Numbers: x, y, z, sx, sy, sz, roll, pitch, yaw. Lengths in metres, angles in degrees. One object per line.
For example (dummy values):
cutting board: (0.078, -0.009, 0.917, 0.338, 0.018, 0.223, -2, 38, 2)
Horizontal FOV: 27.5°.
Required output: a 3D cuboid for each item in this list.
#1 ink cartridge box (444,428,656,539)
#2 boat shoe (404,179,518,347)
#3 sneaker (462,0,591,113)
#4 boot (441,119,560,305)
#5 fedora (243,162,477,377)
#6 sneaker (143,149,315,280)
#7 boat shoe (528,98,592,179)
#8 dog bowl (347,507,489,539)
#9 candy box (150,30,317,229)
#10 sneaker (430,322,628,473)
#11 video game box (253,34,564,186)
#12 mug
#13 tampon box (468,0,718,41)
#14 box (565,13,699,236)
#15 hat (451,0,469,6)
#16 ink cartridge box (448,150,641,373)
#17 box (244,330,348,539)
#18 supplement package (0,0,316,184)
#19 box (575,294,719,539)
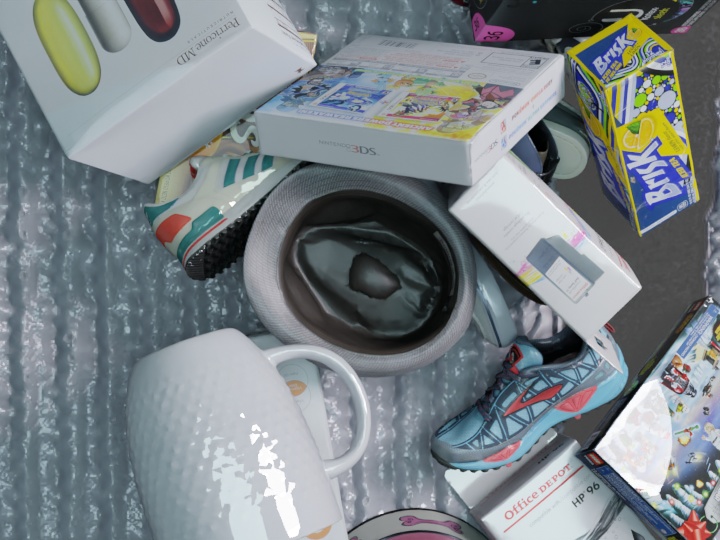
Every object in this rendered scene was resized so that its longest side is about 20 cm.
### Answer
ink cartridge box: (0.182, 0.232, 1.344, 0.116, 0.068, 0.200, -39, 92, -5)
boat shoe: (0.060, -0.006, 1.331, 0.086, 0.075, 0.202, -31, 90, -5)
sneaker: (0.161, -0.224, 1.338, 0.129, 0.079, 0.200, -8, 90, -3)
boot: (0.144, -0.066, 1.311, 0.097, 0.075, 0.200, -30, 98, 36)
fedora: (0.000, 0.000, 1.260, 0.200, 0.090, 0.177, 18, 87, -4)
sneaker: (-0.097, -0.082, 1.264, 0.200, 0.070, 0.093, -40, 66, -18)
boat shoe: (0.124, -0.154, 1.354, 0.200, 0.073, 0.062, 28, 44, 3)
dog bowl: (0.052, 0.321, 1.331, 0.200, 0.074, 0.201, 0, 90, -4)
candy box: (-0.114, -0.124, 1.326, 0.115, 0.055, 0.200, 11, 89, -5)
sneaker: (0.141, 0.101, 1.324, 0.200, 0.079, 0.096, -30, 122, -13)
video game box: (0.044, -0.138, 1.220, 0.200, 0.182, 0.047, 11, 122, 29)
mug: (-0.089, 0.134, 1.186, 0.200, 0.148, 0.176, -20, 84, -6)
tampon box: (0.199, -0.279, 1.236, 0.200, 0.150, 0.127, -5, 78, -11)
box: (0.241, -0.124, 1.291, 0.070, 0.200, 0.064, -31, 49, -4)
hat: (-0.009, -0.352, 1.355, 0.165, 0.176, 0.200, -16, 54, -3)
ink cartridge box: (0.167, -0.014, 1.237, 0.200, 0.117, 0.067, 44, 101, -6)
box: (-0.089, 0.156, 1.307, 0.124, 0.097, 0.200, -9, 90, -5)
supplement package: (-0.182, -0.213, 1.230, 0.191, 0.147, 0.200, -34, 76, 13)
box: (0.305, 0.140, 1.336, 0.137, 0.040, 0.200, 43, 66, -4)
